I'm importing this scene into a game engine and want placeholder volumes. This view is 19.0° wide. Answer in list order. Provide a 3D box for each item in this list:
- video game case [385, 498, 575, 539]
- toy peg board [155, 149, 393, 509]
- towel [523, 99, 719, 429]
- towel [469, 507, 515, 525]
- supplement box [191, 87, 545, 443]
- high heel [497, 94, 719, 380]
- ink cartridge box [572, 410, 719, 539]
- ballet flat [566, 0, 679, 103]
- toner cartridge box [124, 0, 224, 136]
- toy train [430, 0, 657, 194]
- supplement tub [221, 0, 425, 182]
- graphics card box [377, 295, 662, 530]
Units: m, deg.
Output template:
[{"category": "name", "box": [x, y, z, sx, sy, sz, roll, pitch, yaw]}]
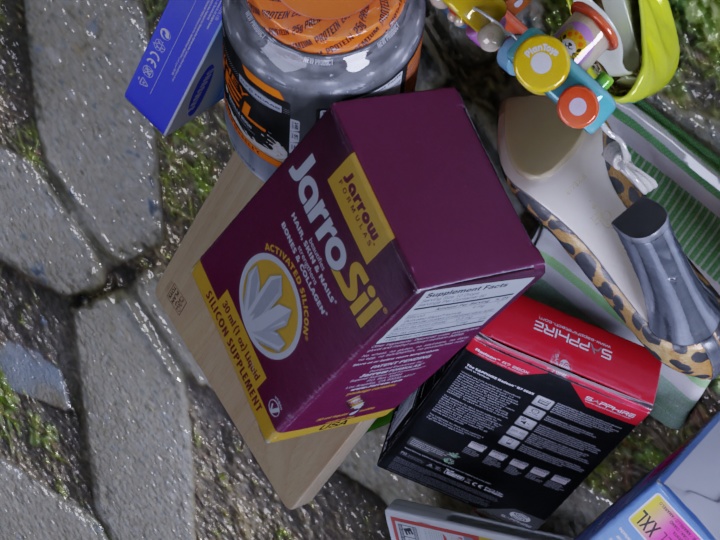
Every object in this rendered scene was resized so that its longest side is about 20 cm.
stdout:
[{"category": "video game case", "box": [0.115, 0.242, 1.537, 0.199, 0.017, 0.144, 9, 125, 36]}, {"category": "toy peg board", "box": [-0.028, 0.027, 1.517, 0.200, 0.098, 0.200, 57, 140, 18]}, {"category": "towel", "box": [0.175, -0.006, 1.342, 0.152, 0.023, 0.200, 38, 137, 14]}, {"category": "towel", "box": [0.141, 0.272, 1.573, 0.146, 0.030, 0.201, 19, 130, 29]}, {"category": "supplement box", "box": [0.000, 0.000, 1.305, 0.200, 0.103, 0.131, -47, 61, 46]}, {"category": "high heel", "box": [0.147, -0.019, 1.285, 0.143, 0.071, 0.200, 59, 175, -39]}, {"category": "ink cartridge box", "box": [0.170, 0.191, 1.362, 0.076, 0.136, 0.200, 46, 122, 8]}, {"category": "ballet flat", "box": [0.132, -0.186, 1.217, 0.067, 0.067, 0.201, -4, 115, 37]}, {"category": "toner cartridge box", "box": [-0.081, -0.180, 1.397, 0.043, 0.095, 0.200, 44, 139, 9]}, {"category": "toy train", "box": [0.100, -0.131, 1.204, 0.150, 0.056, 0.200, 34, -170, -49]}, {"category": "supplement tub", "box": [-0.024, -0.135, 1.309, 0.122, 0.123, 0.200, 40, 161, 13]}, {"category": "graphics card box", "box": [0.101, 0.093, 1.408, 0.125, 0.051, 0.200, 22, 145, -6]}]
